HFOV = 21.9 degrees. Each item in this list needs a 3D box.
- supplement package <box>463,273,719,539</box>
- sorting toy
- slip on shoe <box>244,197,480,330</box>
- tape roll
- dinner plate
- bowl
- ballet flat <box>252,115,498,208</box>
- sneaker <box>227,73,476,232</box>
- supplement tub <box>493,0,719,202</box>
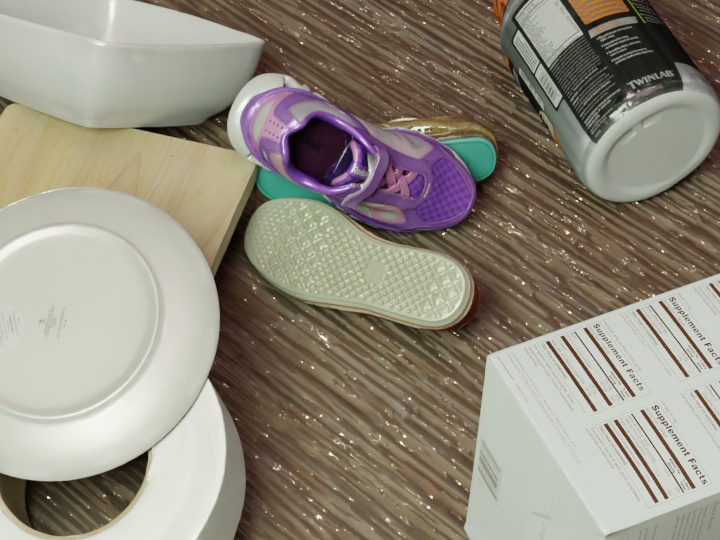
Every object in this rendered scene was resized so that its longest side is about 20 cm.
[{"bbox_3d":[0.190,0.129,1.163,0.200,0.191,0.147,-18,52,-18],"label":"supplement package"},{"bbox_3d":[-0.197,-0.012,1.353,0.198,0.070,0.200,13,50,9],"label":"sorting toy"},{"bbox_3d":[0.000,0.000,1.362,0.200,0.061,0.074,18,83,28],"label":"slip on shoe"},{"bbox_3d":[-0.175,0.130,1.186,0.202,0.071,0.203,-3,66,6],"label":"tape roll"},{"bbox_3d":[-0.189,0.034,1.178,0.200,0.024,0.201,-3,66,8],"label":"dinner plate"},{"bbox_3d":[-0.200,-0.161,1.431,0.200,0.075,0.200,22,18,35],"label":"bowl"},{"bbox_3d":[0.006,-0.091,1.442,0.200,0.068,0.072,-9,29,-11],"label":"ballet flat"},{"bbox_3d":[0.002,-0.075,1.356,0.200,0.081,0.088,22,6,-24],"label":"sneaker"},{"bbox_3d":[0.188,-0.161,1.465,0.122,0.123,0.200,-15,51,-15],"label":"supplement tub"}]
